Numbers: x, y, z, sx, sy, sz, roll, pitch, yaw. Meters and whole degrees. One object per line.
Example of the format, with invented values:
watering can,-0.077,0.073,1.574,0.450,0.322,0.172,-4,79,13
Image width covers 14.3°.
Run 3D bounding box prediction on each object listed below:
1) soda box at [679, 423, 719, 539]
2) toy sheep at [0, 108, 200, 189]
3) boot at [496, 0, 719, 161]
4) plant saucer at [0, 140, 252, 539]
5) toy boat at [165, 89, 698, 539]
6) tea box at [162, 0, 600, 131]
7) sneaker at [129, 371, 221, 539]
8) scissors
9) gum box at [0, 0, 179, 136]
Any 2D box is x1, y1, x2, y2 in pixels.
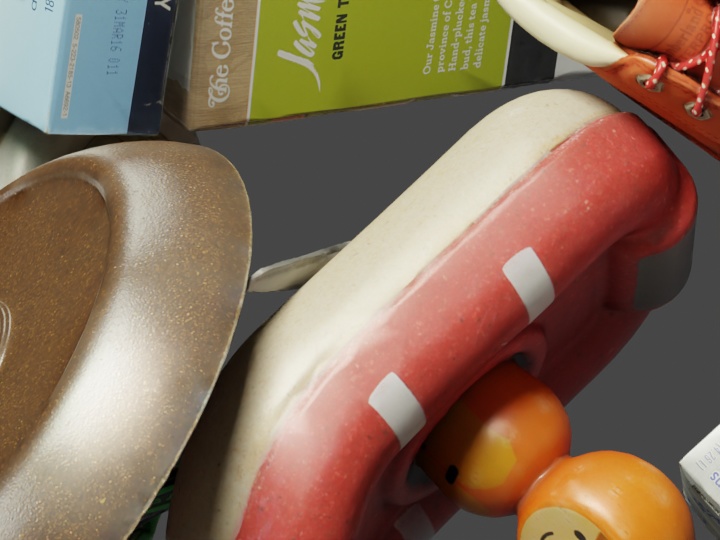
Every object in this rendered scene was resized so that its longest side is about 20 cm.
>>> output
soda box,0.174,0.009,0.741,0.200,0.068,0.063,-42,77,-2
toy sheep,-0.127,-0.020,0.993,0.200,0.138,0.138,11,56,35
boot,0.121,-0.051,0.818,0.200,0.107,0.075,34,101,28
plant saucer,-0.109,0.039,0.828,0.200,0.032,0.200,-38,30,26
toy boat,0.041,0.054,0.838,0.131,0.131,0.200,42,76,19
tea box,-0.022,-0.152,0.991,0.196,0.134,0.200,-9,28,-32
sneaker,-0.116,0.083,0.915,0.200,0.085,0.078,-31,32,33
scissors,0.000,0.000,0.881,0.073,0.014,0.200,-46,-8,32
gum box,-0.119,-0.152,0.913,0.044,0.170,0.200,-2,20,-36
